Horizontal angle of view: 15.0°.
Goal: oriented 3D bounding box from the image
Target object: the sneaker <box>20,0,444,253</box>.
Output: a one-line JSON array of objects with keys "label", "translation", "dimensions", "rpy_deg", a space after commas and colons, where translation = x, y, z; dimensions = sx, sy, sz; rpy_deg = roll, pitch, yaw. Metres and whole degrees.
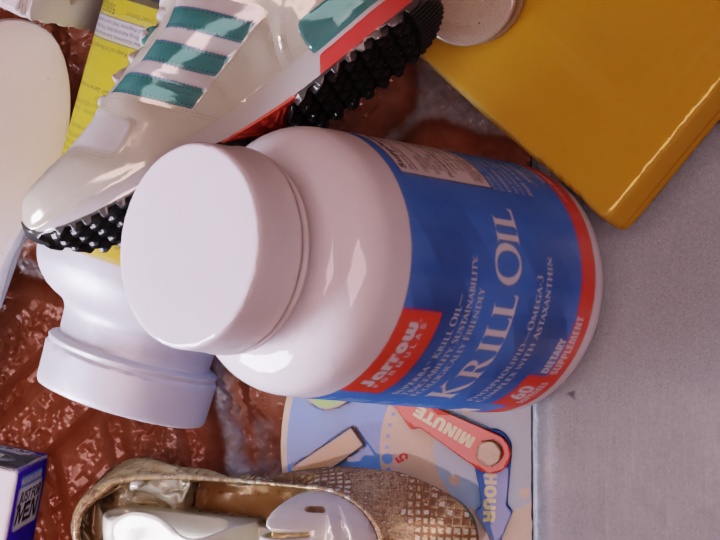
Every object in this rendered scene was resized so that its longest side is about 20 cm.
[{"label": "sneaker", "translation": [-0.068, -0.088, 1.156], "dimensions": [0.199, 0.070, 0.094], "rpy_deg": [-33, 74, 6]}]

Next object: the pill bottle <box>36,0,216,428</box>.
[{"label": "pill bottle", "translation": [-0.083, -0.036, 1.241], "dimensions": [0.112, 0.112, 0.201], "rpy_deg": [17, 95, 7]}]

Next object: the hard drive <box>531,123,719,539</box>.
[{"label": "hard drive", "translation": [0.146, 0.034, 1.223], "dimensions": [0.139, 0.033, 0.201], "rpy_deg": [0, 83, 1]}]

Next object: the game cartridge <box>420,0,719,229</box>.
[{"label": "game cartridge", "translation": [0.103, -0.143, 1.208], "dimensions": [0.176, 0.032, 0.200], "rpy_deg": [-50, 60, 7]}]

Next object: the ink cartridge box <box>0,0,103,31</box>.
[{"label": "ink cartridge box", "translation": [-0.207, -0.187, 1.233], "dimensions": [0.199, 0.146, 0.085], "rpy_deg": [24, 96, 5]}]

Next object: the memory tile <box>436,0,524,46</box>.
[{"label": "memory tile", "translation": [0.002, -0.201, 1.199], "dimensions": [0.200, 0.017, 0.154], "rpy_deg": [28, 107, 13]}]

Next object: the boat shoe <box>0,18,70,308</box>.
[{"label": "boat shoe", "translation": [-0.184, -0.023, 1.278], "dimensions": [0.072, 0.069, 0.201], "rpy_deg": [8, 101, -15]}]

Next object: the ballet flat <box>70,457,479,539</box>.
[{"label": "ballet flat", "translation": [-0.045, 0.124, 1.239], "dimensions": [0.199, 0.065, 0.071], "rpy_deg": [-1, 99, 27]}]

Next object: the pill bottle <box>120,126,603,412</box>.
[{"label": "pill bottle", "translation": [0.000, 0.000, 1.140], "dimensions": [0.112, 0.200, 0.113], "rpy_deg": [-6, 82, 44]}]

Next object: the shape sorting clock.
[{"label": "shape sorting clock", "translation": [0.062, 0.083, 1.264], "dimensions": [0.199, 0.039, 0.201], "rpy_deg": [0, 93, 8]}]

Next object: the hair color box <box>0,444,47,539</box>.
[{"label": "hair color box", "translation": [-0.222, 0.176, 1.296], "dimensions": [0.109, 0.065, 0.201], "rpy_deg": [12, 96, 8]}]
